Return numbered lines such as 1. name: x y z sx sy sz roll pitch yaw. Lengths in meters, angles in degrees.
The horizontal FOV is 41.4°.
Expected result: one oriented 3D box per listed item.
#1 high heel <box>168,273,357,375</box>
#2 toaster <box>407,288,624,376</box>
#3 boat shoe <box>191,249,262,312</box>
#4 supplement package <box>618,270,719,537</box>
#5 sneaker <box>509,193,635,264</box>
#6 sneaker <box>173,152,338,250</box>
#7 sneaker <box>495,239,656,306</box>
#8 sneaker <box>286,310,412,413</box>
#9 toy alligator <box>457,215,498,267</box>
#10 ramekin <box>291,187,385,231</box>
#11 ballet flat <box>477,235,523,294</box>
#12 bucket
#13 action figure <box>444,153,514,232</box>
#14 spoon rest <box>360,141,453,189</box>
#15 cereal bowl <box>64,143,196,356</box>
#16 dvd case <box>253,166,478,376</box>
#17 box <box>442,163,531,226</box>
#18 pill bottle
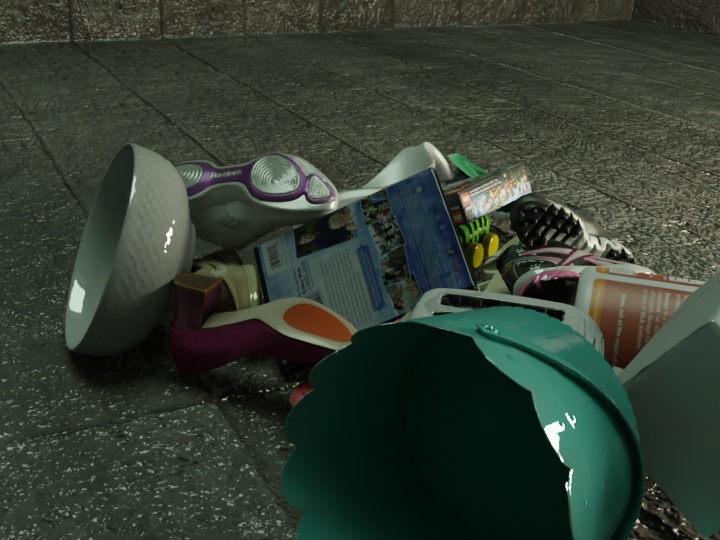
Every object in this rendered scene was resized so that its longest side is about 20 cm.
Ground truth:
1. high heel: -0.082 0.071 0.830 0.198 0.097 0.067 18 27 29
2. toaster: 0.101 0.094 0.738 0.197 0.131 0.114 8 22 15
3. boat shoe: -0.140 0.025 0.969 0.064 0.073 0.200 -10 19 -16
4. supplement package: 0.277 0.069 0.676 0.118 0.117 0.199 50 44 9
5. sneaker: 0.224 -0.044 1.071 0.199 0.067 0.091 24 22 -38
6. sneaker: -0.112 -0.068 0.991 0.197 0.100 0.076 3 52 19
7. sneaker: 0.221 0.003 0.969 0.198 0.081 0.087 9 33 -38
8. sneaker: 0.024 0.078 0.825 0.198 0.088 0.074 -12 25 -30
9. toy alligator: 0.114 -0.033 1.148 0.059 0.055 0.199 15 26 31
10. ramekin: 0.015 -0.015 1.012 0.199 0.095 0.203 -2 28 1
11. ballet flat: 0.161 0.009 1.046 0.068 0.070 0.200 7 23 13
12. bucket: 0.067 0.120 0.583 0.205 0.210 0.134 17 18 34
13. action figure: 0.204 -0.079 1.247 0.199 0.055 0.118 33 5 31
14. spoon rest: 0.060 -0.119 1.169 0.098 0.061 0.200 -16 6 25
15. cereal bowl: -0.213 -0.013 0.908 0.082 0.202 0.200 17 14 -26
16. dvd case: 0.000 0.000 0.898 0.198 0.018 0.144 -23 58 11
17. box: 0.089 -0.075 1.154 0.199 0.038 0.136 -13 9 46
18. pill bottle: 0.289 0.065 0.848 0.197 0.114 0.112 9 23 16
